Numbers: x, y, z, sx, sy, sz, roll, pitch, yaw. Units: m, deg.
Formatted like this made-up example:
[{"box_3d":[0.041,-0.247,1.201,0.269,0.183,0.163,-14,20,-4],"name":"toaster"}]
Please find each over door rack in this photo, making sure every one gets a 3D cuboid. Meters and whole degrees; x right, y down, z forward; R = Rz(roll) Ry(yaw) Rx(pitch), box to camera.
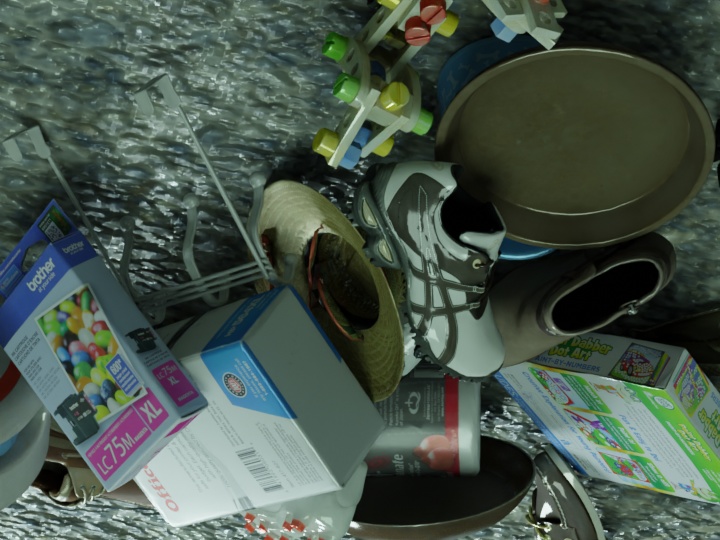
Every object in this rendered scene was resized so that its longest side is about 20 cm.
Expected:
[{"box_3d":[-0.154,-0.058,1.469,0.147,0.067,0.200,-17,121,31],"name":"over door rack"}]

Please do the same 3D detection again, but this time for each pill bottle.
[{"box_3d":[0.003,0.120,1.623,0.199,0.111,0.111,0,138,5],"name":"pill bottle"}]

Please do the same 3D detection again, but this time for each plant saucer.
[{"box_3d":[0.152,-0.092,1.363,0.199,0.030,0.201,2,139,2],"name":"plant saucer"},{"box_3d":[0.053,0.189,1.639,0.199,0.200,0.032,-4,106,9],"name":"plant saucer"}]

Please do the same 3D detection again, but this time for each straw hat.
[{"box_3d":[0.000,0.000,1.499,0.085,0.201,0.202,-27,149,-30],"name":"straw hat"}]

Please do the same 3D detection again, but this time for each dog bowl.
[{"box_3d":[0.116,-0.085,1.431,0.111,0.050,0.201,-2,138,6],"name":"dog bowl"}]

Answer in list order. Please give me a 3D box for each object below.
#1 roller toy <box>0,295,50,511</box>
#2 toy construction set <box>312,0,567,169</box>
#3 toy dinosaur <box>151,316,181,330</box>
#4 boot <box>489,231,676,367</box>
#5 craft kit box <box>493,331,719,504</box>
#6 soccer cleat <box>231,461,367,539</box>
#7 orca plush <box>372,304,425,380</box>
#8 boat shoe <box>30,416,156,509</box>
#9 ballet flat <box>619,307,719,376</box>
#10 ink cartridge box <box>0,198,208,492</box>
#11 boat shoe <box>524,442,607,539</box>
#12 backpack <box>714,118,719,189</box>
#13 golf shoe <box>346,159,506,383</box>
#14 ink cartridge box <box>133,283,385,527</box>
[{"box_3d":[-0.348,0.103,1.581,0.181,0.201,0.140,0,138,-11],"name":"roller toy"},{"box_3d":[0.046,-0.162,1.290,0.200,0.132,0.092,-31,128,33],"name":"toy construction set"},{"box_3d":[-0.155,0.072,1.626,0.102,0.077,0.200,24,130,-38],"name":"toy dinosaur"},{"box_3d":[0.150,0.028,1.466,0.200,0.146,0.070,-34,94,7],"name":"boot"},{"box_3d":[0.222,0.120,1.587,0.197,0.049,0.200,13,154,44],"name":"craft kit box"},{"box_3d":[-0.054,0.184,1.574,0.069,0.078,0.200,41,160,-21],"name":"soccer cleat"},{"box_3d":[0.044,0.066,1.547,0.071,0.201,0.105,27,177,-36],"name":"orca plush"},{"box_3d":[-0.262,0.184,1.744,0.199,0.072,0.076,21,136,-18],"name":"boat shoe"},{"box_3d":[0.289,0.055,1.565,0.199,0.068,0.046,-13,143,27],"name":"ballet flat"},{"box_3d":[-0.214,0.058,1.465,0.200,0.042,0.119,54,130,10],"name":"ink cartridge box"},{"box_3d":[0.187,0.232,1.756,0.059,0.072,0.200,-29,138,-1],"name":"boat shoe"},{"box_3d":[0.351,-0.087,1.349,0.126,0.167,0.200,4,139,-30],"name":"backpack"},{"box_3d":[0.072,0.003,1.391,0.094,0.078,0.200,-13,128,29],"name":"golf shoe"},{"box_3d":[-0.104,0.110,1.504,0.199,0.084,0.146,-17,114,41],"name":"ink cartridge box"}]
